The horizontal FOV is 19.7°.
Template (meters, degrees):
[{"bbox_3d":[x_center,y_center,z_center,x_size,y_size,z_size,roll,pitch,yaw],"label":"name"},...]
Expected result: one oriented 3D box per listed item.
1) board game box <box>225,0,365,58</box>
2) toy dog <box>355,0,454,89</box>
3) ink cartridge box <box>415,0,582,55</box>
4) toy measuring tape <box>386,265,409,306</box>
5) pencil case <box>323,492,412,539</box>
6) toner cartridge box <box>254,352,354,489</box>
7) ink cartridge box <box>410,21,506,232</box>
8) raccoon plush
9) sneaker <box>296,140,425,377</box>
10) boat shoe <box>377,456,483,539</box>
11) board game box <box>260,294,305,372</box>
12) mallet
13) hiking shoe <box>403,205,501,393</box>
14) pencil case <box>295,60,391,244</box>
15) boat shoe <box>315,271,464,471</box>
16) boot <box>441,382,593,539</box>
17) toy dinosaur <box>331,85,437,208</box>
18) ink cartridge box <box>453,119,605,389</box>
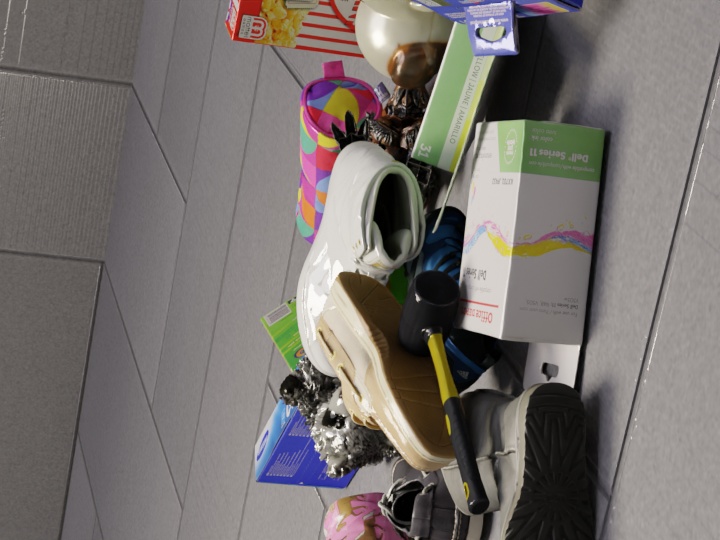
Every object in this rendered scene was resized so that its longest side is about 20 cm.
[{"bbox_3d":[-0.010,-0.273,1.872,0.046,0.198,0.152,-114,33,-60],"label":"board game box"},{"bbox_3d":[0.030,-0.254,1.781,0.140,0.193,0.201,45,163,52],"label":"toy dog"},{"bbox_3d":[0.108,-0.262,1.532,0.136,0.076,0.201,3,76,53],"label":"ink cartridge box"},{"bbox_3d":[0.051,0.047,1.805,0.074,0.073,0.202,-126,28,-67],"label":"toy measuring tape"},{"bbox_3d":[0.019,0.280,1.772,0.201,0.082,0.087,-104,12,-49],"label":"pencil case"},{"bbox_3d":[-0.033,0.145,1.989,0.200,0.094,0.043,119,153,-54],"label":"toner cartridge box"},{"bbox_3d":[0.080,-0.141,1.655,0.200,0.048,0.146,-62,-9,-56],"label":"ink cartridge box"},{"bbox_3d":[0.012,0.150,1.836,0.096,0.200,0.134,-34,49,9],"label":"raccoon plush"},{"bbox_3d":[0.000,0.000,1.706,0.116,0.073,0.202,-145,61,-70],"label":"sneaker"},{"bbox_3d":[0.048,0.186,1.740,0.200,0.062,0.073,-154,68,-75],"label":"boat shoe"},{"bbox_3d":[-0.039,0.056,2.046,0.030,0.095,0.200,58,177,-16],"label":"board game box"},{"bbox_3d":[0.064,0.098,1.538,0.066,0.041,0.201,110,154,-54],"label":"mallet"},{"bbox_3d":[0.086,0.021,1.695,0.086,0.074,0.201,-31,40,33],"label":"hiking shoe"},{"bbox_3d":[-0.021,-0.106,1.995,0.201,0.088,0.089,97,170,-54],"label":"pencil case"},{"bbox_3d":[0.020,0.089,1.609,0.069,0.073,0.201,-56,40,28],"label":"boat shoe"},{"bbox_3d":[0.105,0.169,1.535,0.200,0.072,0.183,156,126,-67],"label":"boot"},{"bbox_3d":[0.038,-0.086,1.874,0.136,0.101,0.201,66,-169,-73],"label":"toy dinosaur"},{"bbox_3d":[0.122,-0.008,1.543,0.117,0.067,0.202,-172,88,-75],"label":"ink cartridge box"}]
